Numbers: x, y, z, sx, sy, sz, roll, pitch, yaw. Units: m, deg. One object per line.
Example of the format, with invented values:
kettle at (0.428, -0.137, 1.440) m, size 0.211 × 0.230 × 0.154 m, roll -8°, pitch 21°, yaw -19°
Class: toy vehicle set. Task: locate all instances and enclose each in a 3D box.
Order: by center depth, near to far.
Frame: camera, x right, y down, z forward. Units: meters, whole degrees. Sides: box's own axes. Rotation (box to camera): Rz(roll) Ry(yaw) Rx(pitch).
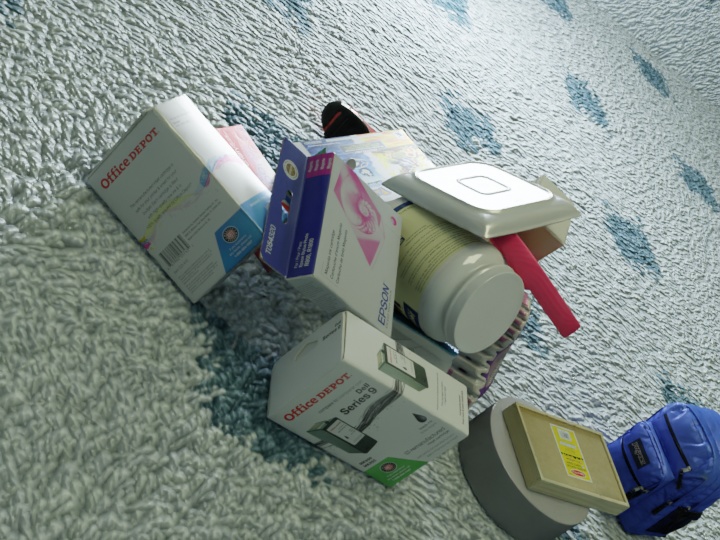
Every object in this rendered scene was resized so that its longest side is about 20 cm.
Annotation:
toy vehicle set at (0.289, 0.264, 1.628) m, size 0.200 × 0.027 × 0.124 m, roll 23°, pitch 39°, yaw -38°

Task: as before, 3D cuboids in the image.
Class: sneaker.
sneaker at (0.030, 0.088, 1.569) m, size 0.200 × 0.081 × 0.077 m, roll 33°, pitch 16°, yaw 13°
sneaker at (0.176, 0.111, 1.648) m, size 0.080 × 0.200 × 0.088 m, roll 34°, pitch 6°, yaw 23°
sneaker at (0.009, -0.193, 1.884) m, size 0.200 × 0.074 × 0.087 m, roll 47°, pitch 16°, yaw -12°

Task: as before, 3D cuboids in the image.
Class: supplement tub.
supplement tub at (0.104, 0.004, 1.539) m, size 0.145 × 0.145 × 0.200 m, roll 9°, pitch 24°, yaw -48°

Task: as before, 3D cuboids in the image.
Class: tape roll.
tape roll at (0.230, 0.279, 1.627) m, size 0.200 × 0.066 × 0.200 m, roll 33°, pitch 33°, yaw -25°

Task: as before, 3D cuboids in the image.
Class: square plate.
square plate at (0.165, -0.104, 1.568) m, size 0.200 × 0.028 × 0.198 m, roll -14°, pitch 32°, yaw -40°

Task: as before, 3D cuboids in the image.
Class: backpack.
backpack at (0.472, 0.302, 1.785) m, size 0.168 × 0.200 × 0.163 m, roll 16°, pitch 44°, yaw -44°

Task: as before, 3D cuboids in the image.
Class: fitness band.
fitness band at (0.232, 0.006, 1.574) m, size 0.200 × 0.037 × 0.144 m, roll 51°, pitch 5°, yaw -27°

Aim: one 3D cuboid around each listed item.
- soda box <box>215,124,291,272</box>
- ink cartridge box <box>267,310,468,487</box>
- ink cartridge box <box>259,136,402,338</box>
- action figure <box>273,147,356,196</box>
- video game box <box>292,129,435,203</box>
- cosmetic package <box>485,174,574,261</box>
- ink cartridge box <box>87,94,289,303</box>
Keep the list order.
soda box at (-0.143, -0.098, 1.562) m, size 0.200 × 0.063 × 0.070 m, roll 55°, pitch 31°, yaw 8°
ink cartridge box at (0.008, 0.157, 1.392) m, size 0.200 × 0.146 × 0.084 m, roll 33°, pitch 36°, yaw -25°
ink cartridge box at (-0.028, -0.040, 1.396) m, size 0.200 × 0.043 × 0.196 m, roll 42°, pitch 41°, yaw -36°
action figure at (-0.068, -0.112, 1.572) m, size 0.055 × 0.200 × 0.118 m, roll -35°, pitch 110°, yaw -31°
video game box at (0.012, -0.134, 1.695) m, size 0.200 × 0.047 × 0.182 m, roll -11°, pitch 43°, yaw -25°
cosmetic package at (0.211, -0.044, 1.704) m, size 0.071 × 0.200 × 0.105 m, roll 41°, pitch 40°, yaw -16°
ink cartridge box at (-0.205, -0.087, 1.385) m, size 0.200 × 0.145 × 0.085 m, roll 49°, pitch 30°, yaw -2°
